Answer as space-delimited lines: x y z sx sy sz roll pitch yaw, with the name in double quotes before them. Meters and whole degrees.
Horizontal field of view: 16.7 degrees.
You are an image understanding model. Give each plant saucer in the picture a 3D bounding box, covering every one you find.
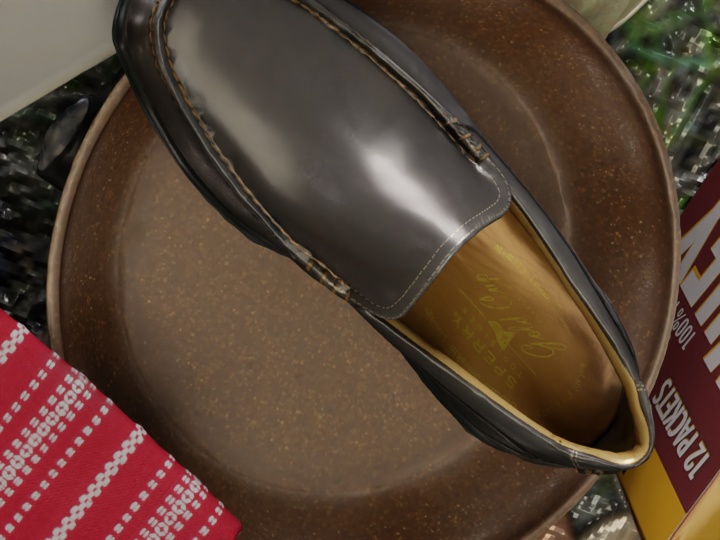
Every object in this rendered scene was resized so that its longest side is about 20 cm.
"plant saucer" 0.000 0.000 0.743 0.199 0.037 0.202 -5 105 -18

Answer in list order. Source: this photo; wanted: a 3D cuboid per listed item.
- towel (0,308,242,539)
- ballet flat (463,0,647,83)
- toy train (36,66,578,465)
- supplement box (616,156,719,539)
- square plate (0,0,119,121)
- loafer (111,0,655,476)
"towel" -0.148 0.061 0.664 0.200 0.022 0.145 41 75 -10
"ballet flat" 0.093 -0.136 0.775 0.062 0.068 0.200 20 117 -45
"toy train" -0.004 -0.012 0.797 0.200 0.085 0.114 34 103 -20
"supplement box" 0.214 0.030 0.814 0.199 0.133 0.198 27 109 -18
"square plate" -0.144 -0.072 0.681 0.198 0.029 0.199 -26 158 36
"loafer" 0.015 -0.017 0.683 0.200 0.072 0.073 41 86 -24
